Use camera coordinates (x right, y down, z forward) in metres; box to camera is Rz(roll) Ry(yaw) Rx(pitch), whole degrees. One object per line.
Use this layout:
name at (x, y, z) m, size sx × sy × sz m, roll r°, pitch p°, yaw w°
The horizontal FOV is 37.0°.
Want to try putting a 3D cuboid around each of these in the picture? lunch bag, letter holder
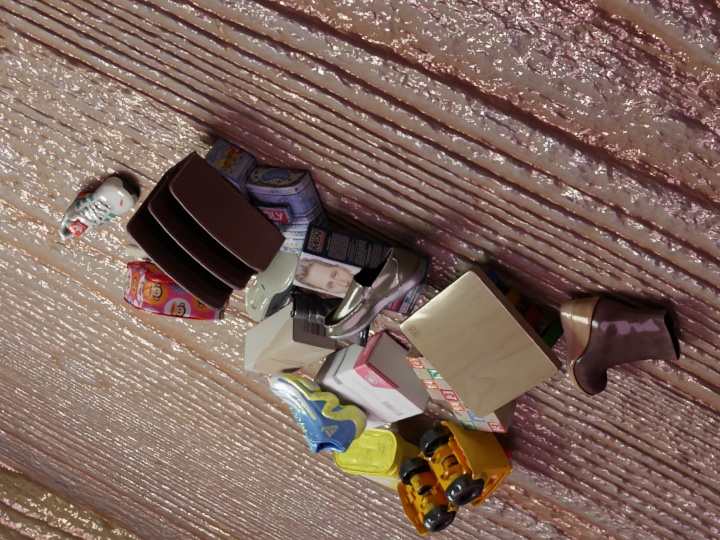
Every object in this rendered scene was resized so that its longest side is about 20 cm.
lunch bag at (-0.304, 0.038, 1.833) m, size 0.174 × 0.083 × 0.200 m, roll 11°, pitch -177°, yaw -27°
letter holder at (-0.240, -0.053, 1.653) m, size 0.200 × 0.143 × 0.100 m, roll 44°, pitch 145°, yaw -19°

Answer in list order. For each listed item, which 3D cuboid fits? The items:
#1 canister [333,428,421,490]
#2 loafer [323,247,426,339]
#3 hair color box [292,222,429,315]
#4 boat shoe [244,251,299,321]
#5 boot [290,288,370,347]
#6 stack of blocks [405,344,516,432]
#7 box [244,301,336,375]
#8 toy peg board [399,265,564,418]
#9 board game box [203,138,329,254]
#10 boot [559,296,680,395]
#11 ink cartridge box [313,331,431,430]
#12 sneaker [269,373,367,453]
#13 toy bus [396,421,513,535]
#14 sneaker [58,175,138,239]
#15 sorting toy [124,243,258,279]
canister at (0.063, 0.375, 2.099) m, size 0.147 × 0.088 × 0.199 m, roll -1°, pitch 157°, yaw 37°
loafer at (0.010, 0.028, 1.616) m, size 0.070 × 0.076 × 0.200 m, roll 41°, pitch 117°, yaw -19°
hair color box at (0.000, 0.000, 1.687) m, size 0.197 × 0.061 × 0.100 m, roll 15°, pitch 146°, yaw -4°
boat shoe at (-0.135, 0.015, 1.860) m, size 0.072 × 0.067 × 0.200 m, roll 63°, pitch 142°, yaw 20°
boot at (-0.053, 0.076, 1.760) m, size 0.130 × 0.071 × 0.200 m, roll 11°, pitch 180°, yaw -8°
stack of blocks at (0.175, 0.193, 1.851) m, size 0.114 × 0.059 × 0.201 m, roll -1°, pitch 136°, yaw 38°
box at (-0.128, 0.126, 1.951) m, size 0.094 × 0.079 × 0.200 m, roll 13°, pitch 155°, yaw -27°
toy peg board at (0.200, 0.095, 1.677) m, size 0.200 × 0.098 × 0.200 m, roll 49°, pitch 136°, yaw -1°
board game box at (-0.163, -0.111, 1.705) m, size 0.198 × 0.062 × 0.201 m, roll 9°, pitch 142°, yaw 28°
boot at (0.388, 0.124, 1.586) m, size 0.165 × 0.073 × 0.201 m, roll 7°, pitch 137°, yaw 33°
ink cartridge box at (0.024, 0.205, 1.958) m, size 0.145 × 0.085 × 0.199 m, roll 40°, pitch 145°, yaw -16°
sneaker at (-0.091, 0.265, 1.955) m, size 0.198 × 0.106 × 0.076 m, roll 23°, pitch 148°, yaw 11°
toy bus at (0.188, 0.377, 1.971) m, size 0.190 × 0.136 × 0.201 m, roll 3°, pitch 132°, yaw -39°
sneaker at (-0.473, -0.101, 1.921) m, size 0.199 × 0.094 × 0.070 m, roll -14°, pitch 128°, yaw 46°
sorting toy at (-0.281, -0.020, 1.864) m, size 0.183 × 0.037 × 0.200 m, roll 14°, pitch -177°, yaw 22°
